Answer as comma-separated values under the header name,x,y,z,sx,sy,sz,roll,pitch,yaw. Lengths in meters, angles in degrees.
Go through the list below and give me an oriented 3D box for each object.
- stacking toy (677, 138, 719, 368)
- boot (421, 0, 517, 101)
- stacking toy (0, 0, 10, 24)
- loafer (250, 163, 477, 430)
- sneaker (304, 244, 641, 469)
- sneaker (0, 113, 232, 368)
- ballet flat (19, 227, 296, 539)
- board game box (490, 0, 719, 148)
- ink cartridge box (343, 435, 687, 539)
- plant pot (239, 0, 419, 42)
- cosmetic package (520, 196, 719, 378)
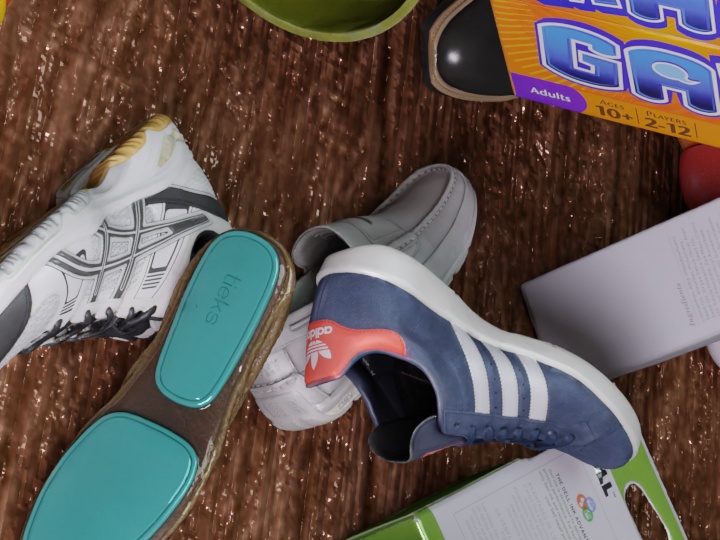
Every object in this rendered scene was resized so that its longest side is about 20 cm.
name,x,y,z,sx,sy,sz,roll,pitch,yaw
stacking toy,0.253,-0.032,1.522,0.146,0.146,0.201,16,77,-39
boot,0.148,-0.132,1.412,0.199,0.138,0.078,-15,112,-32
stacking toy,-0.199,-0.119,1.138,0.085,0.085,0.200,47,40,-18
loafer,0.000,0.000,1.277,0.070,0.070,0.200,57,43,-20
sneaker,0.052,0.069,1.220,0.199,0.075,0.085,29,62,-21
sneaker,-0.123,0.005,1.149,0.088,0.075,0.200,54,44,-10
ballet flat,-0.090,0.073,1.143,0.068,0.072,0.201,25,78,14
board game box,0.192,-0.201,1.265,0.201,0.199,0.200,-65,157,-23
ink cartridge box,0.093,0.174,1.283,0.200,0.076,0.149,-21,86,-49
plant pot,0.019,-0.255,1.301,0.193,0.200,0.201,-38,99,-39
cosmetic package,0.200,0.002,1.376,0.101,0.200,0.072,-13,81,-47
